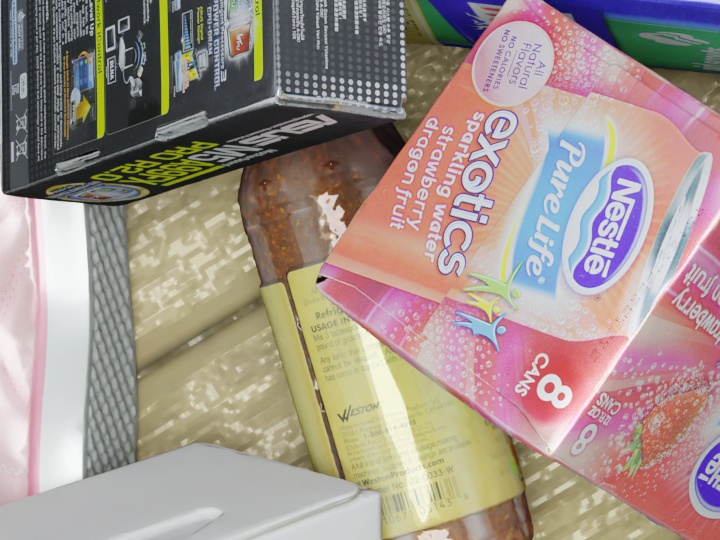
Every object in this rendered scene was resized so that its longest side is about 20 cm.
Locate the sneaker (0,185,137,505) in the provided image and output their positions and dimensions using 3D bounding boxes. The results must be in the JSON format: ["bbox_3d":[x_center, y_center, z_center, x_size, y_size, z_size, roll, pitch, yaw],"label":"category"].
[{"bbox_3d":[-0.130,0.020,0.889,0.104,0.075,0.202,-3,88,8],"label":"sneaker"}]

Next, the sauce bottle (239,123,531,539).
[{"bbox_3d":[0.000,0.000,0.870,0.066,0.066,0.201,-15,92,6],"label":"sauce bottle"}]

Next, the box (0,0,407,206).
[{"bbox_3d":[-0.050,-0.129,0.782,0.044,0.160,0.201,4,80,-35],"label":"box"}]

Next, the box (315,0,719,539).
[{"bbox_3d":[0.087,0.014,0.790,0.095,0.200,0.103,37,91,32],"label":"box"}]

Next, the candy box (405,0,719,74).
[{"bbox_3d":[0.106,-0.102,0.811,0.199,0.169,0.078,8,89,6],"label":"candy box"}]

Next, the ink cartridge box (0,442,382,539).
[{"bbox_3d":[-0.068,0.167,0.825,0.084,0.146,0.201,12,108,41],"label":"ink cartridge box"}]
